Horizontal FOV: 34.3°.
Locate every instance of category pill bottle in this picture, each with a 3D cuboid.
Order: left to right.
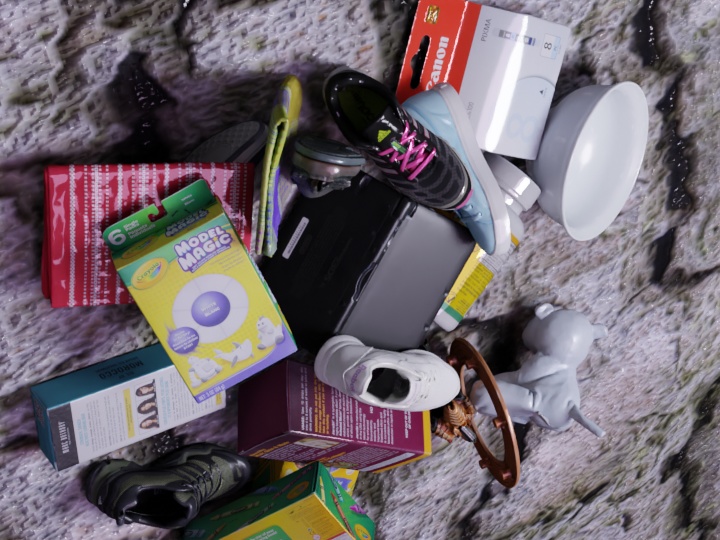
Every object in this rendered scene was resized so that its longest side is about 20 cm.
[{"bbox_3d":[0.122,-0.038,1.387,0.200,0.113,0.113,-53,134,0],"label":"pill bottle"}]

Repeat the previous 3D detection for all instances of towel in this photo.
[{"bbox_3d":[-0.203,-0.036,1.118,0.200,0.022,0.145,-3,116,-18],"label":"towel"},{"bbox_3d":[-0.079,-0.107,1.149,0.023,0.200,0.144,8,109,-2],"label":"towel"}]

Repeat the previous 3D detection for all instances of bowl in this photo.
[{"bbox_3d":[0.267,-0.144,1.441,0.201,0.090,0.201,-30,132,-41],"label":"bowl"}]

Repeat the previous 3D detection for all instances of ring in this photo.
[{"bbox_3d":[0.150,0.182,1.482,0.019,0.200,0.201,-19,126,-12],"label":"ring"}]

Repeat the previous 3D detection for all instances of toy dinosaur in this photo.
[{"bbox_3d":[0.101,0.165,1.467,0.102,0.136,0.200,-45,178,-29],"label":"toy dinosaur"}]

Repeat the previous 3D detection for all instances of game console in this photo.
[{"bbox_3d":[0.000,0.000,1.308,0.200,0.176,0.116,-61,160,6],"label":"game console"}]

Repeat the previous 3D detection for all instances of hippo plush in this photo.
[{"bbox_3d":[0.236,0.124,1.559,0.159,0.200,0.161,13,83,-4],"label":"hippo plush"}]

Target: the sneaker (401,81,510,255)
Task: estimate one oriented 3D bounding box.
[{"bbox_3d":[0.095,-0.100,1.280,0.082,0.074,0.200,-23,89,-14],"label":"sneaker"}]

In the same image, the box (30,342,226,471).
[{"bbox_3d":[-0.243,0.135,1.243,0.200,0.049,0.082,-18,125,-29],"label":"box"}]

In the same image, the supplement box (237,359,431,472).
[{"bbox_3d":[-0.030,0.172,1.345,0.200,0.110,0.086,14,62,-34],"label":"supplement box"}]

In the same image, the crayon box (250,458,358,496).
[{"bbox_3d":[-0.063,0.244,1.448,0.126,0.052,0.200,0,114,-38],"label":"crayon box"}]

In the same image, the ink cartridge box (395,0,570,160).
[{"bbox_3d":[0.138,-0.219,1.325,0.200,0.047,0.160,5,105,-38],"label":"ink cartridge box"}]

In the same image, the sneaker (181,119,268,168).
[{"bbox_3d":[-0.136,-0.046,1.194,0.202,0.077,0.146,-44,123,4],"label":"sneaker"}]

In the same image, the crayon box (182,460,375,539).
[{"bbox_3d":[-0.098,0.317,1.373,0.200,0.058,0.119,-29,116,20],"label":"crayon box"}]

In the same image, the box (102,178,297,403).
[{"bbox_3d":[-0.153,0.020,1.124,0.117,0.048,0.200,-29,119,-5],"label":"box"}]

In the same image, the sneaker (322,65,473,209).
[{"bbox_3d":[0.033,-0.135,1.204,0.074,0.200,0.087,-45,177,11],"label":"sneaker"}]

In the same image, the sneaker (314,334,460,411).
[{"bbox_3d":[0.044,0.128,1.270,0.200,0.100,0.075,14,100,-41],"label":"sneaker"}]

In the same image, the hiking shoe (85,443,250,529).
[{"bbox_3d":[-0.201,0.254,1.310,0.200,0.101,0.076,-4,118,-37],"label":"hiking shoe"}]

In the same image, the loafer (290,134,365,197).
[{"bbox_3d":[-0.037,-0.097,1.173,0.072,0.200,0.063,14,99,-4],"label":"loafer"}]
